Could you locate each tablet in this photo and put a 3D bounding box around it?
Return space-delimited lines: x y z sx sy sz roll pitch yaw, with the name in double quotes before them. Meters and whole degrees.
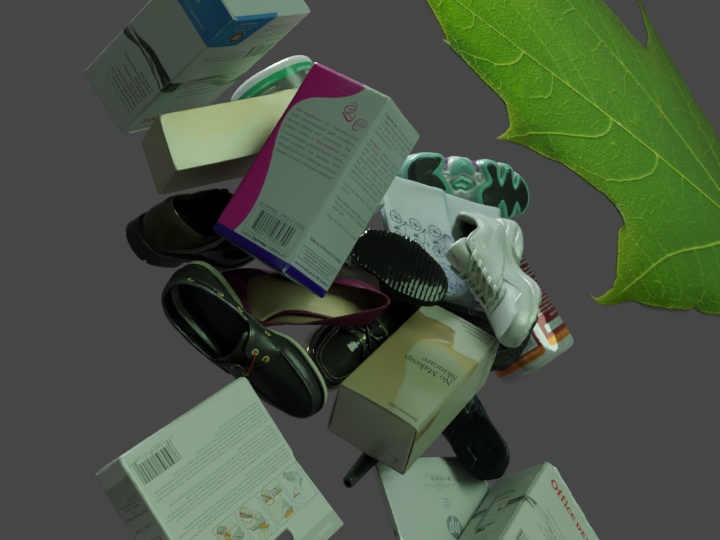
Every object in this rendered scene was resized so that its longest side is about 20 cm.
"tablet" 0.096 0.273 1.399 0.199 0.014 0.131 8 56 -49

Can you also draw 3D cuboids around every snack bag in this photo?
"snack bag" 0.113 -0.029 1.498 0.199 0.021 0.190 16 45 -28

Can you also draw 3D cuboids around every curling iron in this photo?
"curling iron" 0.019 0.181 1.366 0.050 0.026 0.200 43 35 -4

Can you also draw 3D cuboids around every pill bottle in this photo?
"pill bottle" 0.184 0.038 1.624 0.201 0.113 0.113 60 33 4
"pill bottle" -0.060 -0.141 1.456 0.113 0.113 0.201 -23 81 -57

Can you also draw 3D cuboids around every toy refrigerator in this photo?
"toy refrigerator" -0.126 -0.144 1.324 0.199 0.076 0.070 -15 80 -26

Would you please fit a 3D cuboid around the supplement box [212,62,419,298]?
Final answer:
"supplement box" -0.042 -0.091 1.251 0.101 0.201 0.103 30 -3 27

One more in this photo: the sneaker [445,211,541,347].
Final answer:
"sneaker" 0.142 0.008 1.421 0.099 0.078 0.201 19 35 -23

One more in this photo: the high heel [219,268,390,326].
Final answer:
"high heel" -0.070 0.025 1.287 0.199 0.096 0.068 2 79 -34

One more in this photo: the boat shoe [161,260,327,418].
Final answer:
"boat shoe" -0.117 0.078 1.225 0.201 0.074 0.063 45 22 -5

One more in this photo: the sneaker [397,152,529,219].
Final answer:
"sneaker" 0.119 -0.119 1.672 0.199 0.140 0.078 15 88 -25

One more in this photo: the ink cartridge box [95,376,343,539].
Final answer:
"ink cartridge box" -0.124 0.212 1.132 0.177 0.045 0.200 56 33 2

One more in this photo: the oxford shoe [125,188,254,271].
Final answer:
"oxford shoe" -0.145 -0.046 1.292 0.199 0.084 0.073 -8 67 -57

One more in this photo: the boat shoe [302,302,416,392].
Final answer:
"boat shoe" 0.001 0.072 1.397 0.073 0.065 0.200 56 33 -4

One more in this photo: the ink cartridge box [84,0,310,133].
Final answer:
"ink cartridge box" -0.174 -0.243 1.314 0.084 0.200 0.145 56 33 5

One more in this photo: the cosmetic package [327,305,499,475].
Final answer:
"cosmetic package" 0.061 0.125 1.363 0.105 0.071 0.200 28 38 17

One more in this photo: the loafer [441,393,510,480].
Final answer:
"loafer" 0.111 0.164 1.477 0.201 0.072 0.072 63 2 20

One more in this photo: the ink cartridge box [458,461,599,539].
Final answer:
"ink cartridge box" 0.186 0.333 1.384 0.147 0.082 0.200 59 34 -6

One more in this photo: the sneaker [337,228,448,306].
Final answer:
"sneaker" 0.000 0.000 1.384 0.199 0.089 0.074 21 53 2

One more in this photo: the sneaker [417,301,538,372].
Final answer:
"sneaker" 0.111 0.076 1.533 0.198 0.115 0.076 15 19 -11
